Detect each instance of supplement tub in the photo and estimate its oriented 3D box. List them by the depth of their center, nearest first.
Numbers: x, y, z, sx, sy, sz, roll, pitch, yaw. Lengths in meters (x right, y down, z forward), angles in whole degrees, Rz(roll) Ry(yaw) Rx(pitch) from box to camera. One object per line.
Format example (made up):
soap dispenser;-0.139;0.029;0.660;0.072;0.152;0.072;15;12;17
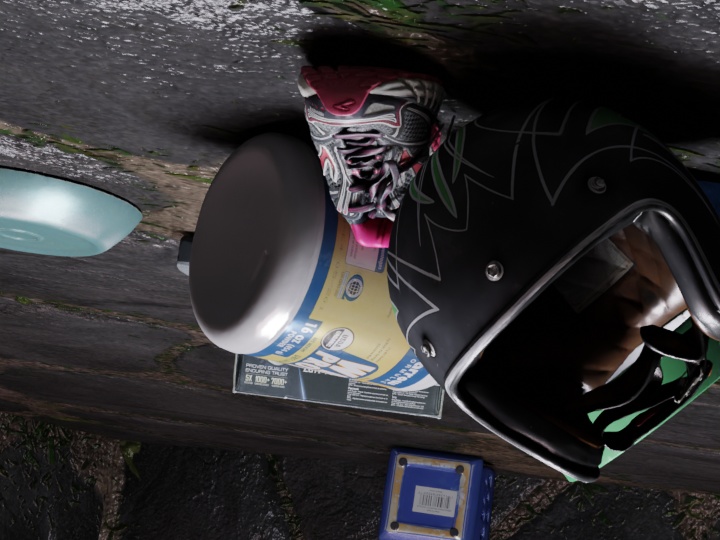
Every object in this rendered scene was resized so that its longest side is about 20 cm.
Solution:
supplement tub;0.000;0.000;1.205;0.198;0.147;0.144;15;168;-32

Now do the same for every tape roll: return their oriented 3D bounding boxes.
tape roll;0.227;0.085;1.399;0.048;0.200;0.200;52;176;5

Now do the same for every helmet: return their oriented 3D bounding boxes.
helmet;0.107;-0.001;0.993;0.190;0.201;0.199;39;158;-18

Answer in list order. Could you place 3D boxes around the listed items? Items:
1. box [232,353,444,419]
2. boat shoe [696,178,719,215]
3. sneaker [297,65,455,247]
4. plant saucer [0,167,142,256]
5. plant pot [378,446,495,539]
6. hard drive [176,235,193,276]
box;-0.018;0.081;1.724;0.197;0.087;0.164;7;-178;0
boat shoe;0.142;-0.027;1.135;0.198;0.085;0.069;12;173;-7
sneaker;0.011;-0.068;1.035;0.080;0.076;0.200;6;169;12
plant saucer;-0.281;-0.045;1.489;0.197;0.036;0.200;9;169;2
plant pot;0.135;0.427;3.254;0.197;0.202;0.180;7;164;10
hard drive;-0.045;0.006;1.581;0.198;0.033;0.140;5;169;16
